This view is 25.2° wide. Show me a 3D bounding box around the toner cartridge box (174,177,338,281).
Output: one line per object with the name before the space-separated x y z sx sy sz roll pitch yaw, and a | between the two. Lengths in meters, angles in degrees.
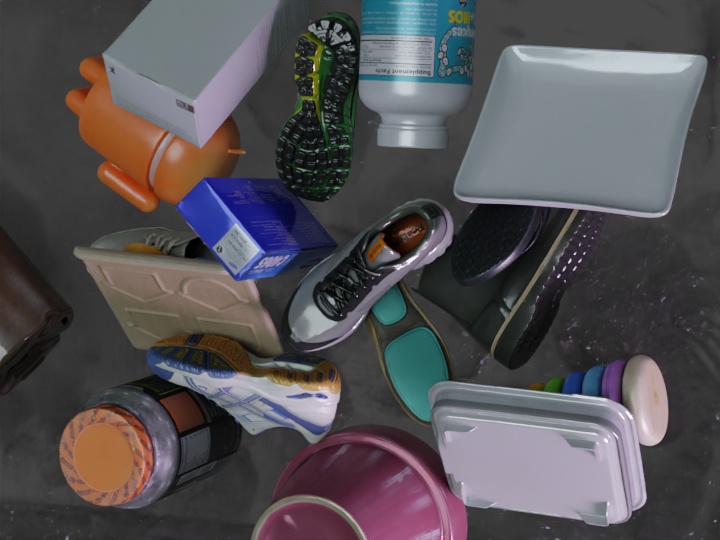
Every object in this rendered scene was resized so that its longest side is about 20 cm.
toner cartridge box | -0.097 -0.042 1.568 0.043 0.200 0.095 -42 79 16

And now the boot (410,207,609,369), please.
boot | 0.142 -0.025 1.549 0.138 0.077 0.200 35 98 27

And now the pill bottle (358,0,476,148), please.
pill bottle | 0.054 -0.218 1.541 0.110 0.111 0.201 5 97 21

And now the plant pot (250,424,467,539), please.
plant pot | -0.015 0.262 1.576 0.199 0.179 0.201 2 96 21

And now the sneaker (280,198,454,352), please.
sneaker | 0.000 0.000 1.537 0.200 0.079 0.074 -41 80 5

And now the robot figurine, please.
robot figurine | -0.207 -0.143 1.650 0.200 0.117 0.144 36 77 16

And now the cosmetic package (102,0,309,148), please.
cosmetic package | -0.148 -0.230 1.578 0.113 0.081 0.200 29 65 17

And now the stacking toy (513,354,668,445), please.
stacking toy | 0.187 0.132 1.542 0.199 0.085 0.086 -8 92 27

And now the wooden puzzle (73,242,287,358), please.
wooden puzzle | -0.171 0.029 1.629 0.185 0.200 0.046 7 60 21

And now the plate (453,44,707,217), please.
plate | 0.204 -0.125 1.480 0.199 0.032 0.200 6 54 21

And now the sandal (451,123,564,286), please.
sandal | 0.151 -0.058 1.503 0.075 0.048 0.201 3 52 43

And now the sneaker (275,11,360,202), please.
sneaker | -0.030 -0.161 1.604 0.078 0.085 0.201 17 116 8

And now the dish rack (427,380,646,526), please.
dish rack | 0.162 0.180 1.519 0.199 0.044 0.172 6 138 22

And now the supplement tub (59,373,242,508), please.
supplement tub | -0.212 0.170 1.634 0.122 0.200 0.123 2 95 22

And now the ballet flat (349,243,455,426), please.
ballet flat | 0.041 0.061 1.598 0.068 0.063 0.200 -23 81 -1

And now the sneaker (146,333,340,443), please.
sneaker | -0.121 0.124 1.608 0.199 0.075 0.088 13 119 11

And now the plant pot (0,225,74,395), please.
plant pot | -0.426 0.029 1.721 0.198 0.200 0.200 42 108 4

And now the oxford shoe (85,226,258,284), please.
oxford shoe | -0.201 -0.014 1.679 0.199 0.058 0.075 6 73 22
